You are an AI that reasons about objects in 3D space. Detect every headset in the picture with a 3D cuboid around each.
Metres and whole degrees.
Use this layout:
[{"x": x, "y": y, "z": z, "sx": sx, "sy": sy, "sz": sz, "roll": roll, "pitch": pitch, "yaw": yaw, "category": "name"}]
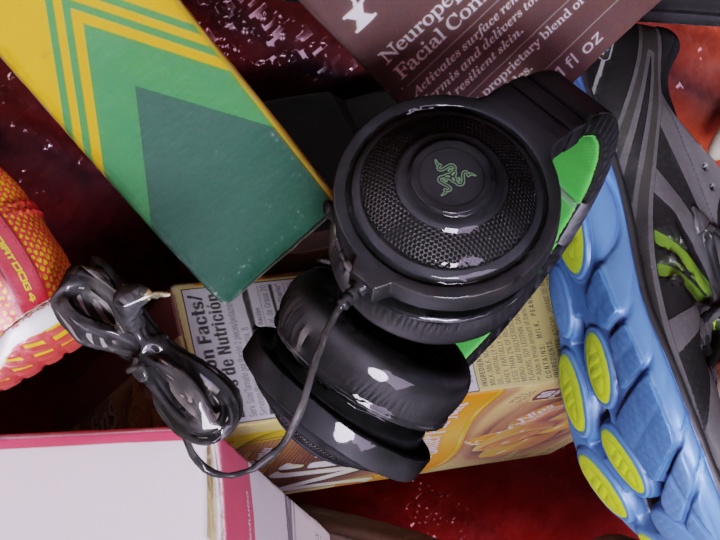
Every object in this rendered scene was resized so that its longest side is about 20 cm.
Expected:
[{"x": 0.000, "y": 0.000, "z": 0.749, "sx": 0.200, "sy": 0.094, "sz": 0.124, "roll": -33, "pitch": 156, "yaw": -51, "category": "headset"}]

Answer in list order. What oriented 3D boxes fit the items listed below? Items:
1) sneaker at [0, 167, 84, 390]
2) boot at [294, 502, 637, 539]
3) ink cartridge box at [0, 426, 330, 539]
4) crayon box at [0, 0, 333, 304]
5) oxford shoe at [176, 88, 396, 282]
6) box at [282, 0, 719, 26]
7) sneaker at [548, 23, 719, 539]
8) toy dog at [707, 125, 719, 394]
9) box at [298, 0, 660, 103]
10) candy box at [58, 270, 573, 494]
[{"x": -0.140, "y": 0.011, "z": 0.778, "sx": 0.073, "sy": 0.200, "sz": 0.077, "roll": -29, "pitch": 91, "yaw": -36, "category": "sneaker"}, {"x": 0.035, "y": 0.139, "z": 0.984, "sx": 0.199, "sy": 0.065, "sz": 0.187, "roll": 2, "pitch": 150, "yaw": 13, "category": "boot"}, {"x": -0.093, "y": 0.110, "z": 0.815, "sx": 0.146, "sy": 0.083, "sz": 0.200, "roll": -4, "pitch": 164, "yaw": 9, "category": "ink cartridge box"}, {"x": -0.097, "y": -0.092, "z": 0.746, "sx": 0.052, "sy": 0.126, "sz": 0.200, "roll": -40, "pitch": 131, "yaw": -2, "category": "crayon box"}, {"x": 0.022, "y": -0.028, "z": 0.916, "sx": 0.199, "sy": 0.072, "sz": 0.071, "roll": -5, "pitch": 150, "yaw": -30, "category": "oxford shoe"}, {"x": 0.070, "y": -0.182, "z": 0.844, "sx": 0.192, "sy": 0.048, "sz": 0.201, "roll": 2, "pitch": 119, "yaw": -30, "category": "box"}, {"x": 0.104, "y": 0.004, "z": 0.855, "sx": 0.082, "sy": 0.201, "sz": 0.071, "roll": -8, "pitch": 166, "yaw": -23, "category": "sneaker"}, {"x": 0.191, "y": 0.044, "z": 1.009, "sx": 0.193, "sy": 0.140, "sz": 0.200, "roll": 31, "pitch": 101, "yaw": -28, "category": "toy dog"}, {"x": 0.005, "y": -0.128, "z": 0.763, "sx": 0.100, "sy": 0.075, "sz": 0.200, "roll": -43, "pitch": 131, "yaw": 5, "category": "box"}, {"x": 0.006, "y": 0.038, "z": 0.904, "sx": 0.199, "sy": 0.056, "sz": 0.115, "roll": -7, "pitch": 163, "yaw": -29, "category": "candy box"}]
